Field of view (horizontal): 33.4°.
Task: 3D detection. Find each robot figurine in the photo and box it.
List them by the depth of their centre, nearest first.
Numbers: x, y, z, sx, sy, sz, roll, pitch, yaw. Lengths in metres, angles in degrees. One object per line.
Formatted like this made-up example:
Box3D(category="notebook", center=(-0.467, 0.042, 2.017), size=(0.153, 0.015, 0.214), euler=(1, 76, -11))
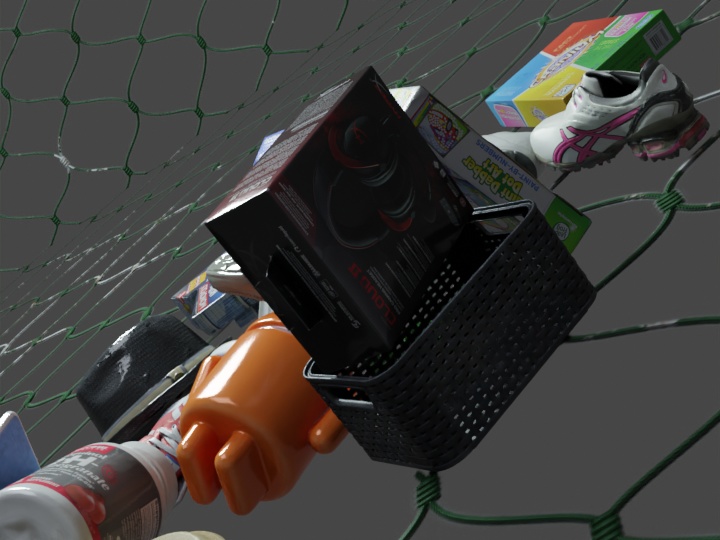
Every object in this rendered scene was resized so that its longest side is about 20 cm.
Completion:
Box3D(category="robot figurine", center=(-0.078, 0.112, 1.021), size=(0.144, 0.117, 0.200), euler=(-34, 13, 47))

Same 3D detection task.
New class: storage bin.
Box3D(category="storage bin", center=(0.069, 0.048, 0.927), size=(0.200, 0.094, 0.135), euler=(-47, 19, -23))

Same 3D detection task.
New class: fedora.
Box3D(category="fedora", center=(-0.234, 0.116, 1.292), size=(0.200, 0.092, 0.201), euler=(-42, -4, -3))

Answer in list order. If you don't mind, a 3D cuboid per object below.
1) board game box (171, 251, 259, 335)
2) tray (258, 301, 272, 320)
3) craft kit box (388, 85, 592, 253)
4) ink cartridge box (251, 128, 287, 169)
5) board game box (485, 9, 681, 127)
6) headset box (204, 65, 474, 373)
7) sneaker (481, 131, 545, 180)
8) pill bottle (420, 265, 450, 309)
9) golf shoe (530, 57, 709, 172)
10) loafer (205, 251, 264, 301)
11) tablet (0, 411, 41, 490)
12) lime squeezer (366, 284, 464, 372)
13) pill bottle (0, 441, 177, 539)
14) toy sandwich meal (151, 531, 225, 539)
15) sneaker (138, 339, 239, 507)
Box3D(category="board game box", center=(-0.150, 0.016, 1.510), size=(0.199, 0.062, 0.200), euler=(-37, 17, 10))
Box3D(category="tray", center=(-0.072, 0.024, 1.149), size=(0.022, 0.202, 0.107), euler=(1, 5, -31))
Box3D(category="craft kit box", center=(0.080, -0.088, 1.072), size=(0.049, 0.197, 0.200), euler=(-55, 19, -7))
Box3D(category="ink cartridge box", center=(-0.002, -0.076, 1.203), size=(0.094, 0.199, 0.045), euler=(-8, 56, 58))
Box3D(category="board game box", center=(0.243, -0.222, 1.343), size=(0.153, 0.040, 0.200), euler=(-42, 17, -10))
Box3D(category="headset box", center=(-0.013, -0.034, 0.894), size=(0.075, 0.149, 0.200), euler=(-23, 22, 41))
Box3D(category="sneaker", center=(0.121, -0.106, 1.261), size=(0.199, 0.075, 0.087), euler=(1, 31, 45))
Box3D(category="pill bottle", center=(0.000, 0.000, 1.157), size=(0.111, 0.111, 0.199), euler=(-46, 19, -25))
Box3D(category="golf shoe", center=(0.222, -0.146, 1.093), size=(0.073, 0.092, 0.199), euler=(-46, 21, -27))
Box3D(category="loafer", center=(-0.057, 0.011, 1.070), size=(0.199, 0.070, 0.070), euler=(1, 33, 40))
Box3D(category="tablet", center=(-0.293, 0.238, 1.030), size=(0.014, 0.202, 0.130), euler=(-7, 27, 16))
Box3D(category="lime squeezer", center=(0.038, 0.049, 1.035), size=(0.199, 0.071, 0.038), euler=(-20, 17, -35))
Box3D(category="pill bottle", center=(-0.234, 0.211, 1.022), size=(0.110, 0.111, 0.200), euler=(-33, -3, 17))
Box3D(category="toy sandwich meal", center=(-0.156, 0.274, 0.871), size=(0.204, 0.070, 0.206), euler=(-33, 21, 15))
Box3D(category="sneaker", center=(-0.157, 0.151, 1.137), size=(0.200, 0.071, 0.113), euler=(-46, 7, 40))
